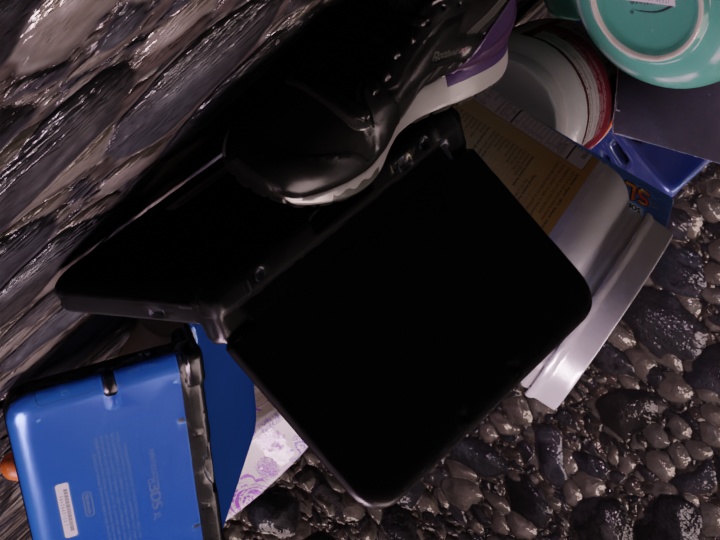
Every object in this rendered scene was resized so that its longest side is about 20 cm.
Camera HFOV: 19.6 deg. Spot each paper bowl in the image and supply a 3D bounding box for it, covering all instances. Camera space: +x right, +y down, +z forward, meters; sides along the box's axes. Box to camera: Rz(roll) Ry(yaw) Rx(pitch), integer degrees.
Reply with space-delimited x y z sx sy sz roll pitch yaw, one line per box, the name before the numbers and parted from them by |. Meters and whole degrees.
paper bowl | -0.127 0.136 1.752 0.201 0.104 0.201 -38 164 -13

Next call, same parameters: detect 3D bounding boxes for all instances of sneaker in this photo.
sneaker | 0.007 -0.109 1.003 0.200 0.076 0.088 -40 156 -41

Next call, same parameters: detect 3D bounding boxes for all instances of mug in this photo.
mug | 0.213 -0.194 1.439 0.114 0.152 0.185 -35 172 -47

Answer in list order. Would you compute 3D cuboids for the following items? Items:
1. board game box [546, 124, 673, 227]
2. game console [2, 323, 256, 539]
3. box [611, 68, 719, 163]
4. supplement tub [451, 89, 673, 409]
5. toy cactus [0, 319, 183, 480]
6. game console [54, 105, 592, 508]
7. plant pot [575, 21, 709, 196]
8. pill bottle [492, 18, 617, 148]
board game box | 0.097 -0.053 1.454 0.135 0.200 0.035 -48 -163 50
game console | -0.136 0.090 1.299 0.170 0.118 0.200 -15 134 -12
box | 0.293 -0.215 1.594 0.200 0.123 0.199 -40 140 -43
supplement tub | 0.062 -0.026 1.187 0.145 0.200 0.144 -55 176 -6
toy cactus | -0.158 0.093 1.394 0.200 0.102 0.165 -34 152 -53
game console | -0.016 0.011 1.031 0.176 0.117 0.200 3 -149 40
plant pot | 0.271 -0.174 1.947 0.200 0.180 0.200 -42 177 -12
pill bottle | 0.123 -0.124 1.562 0.114 0.114 0.200 -45 176 22
